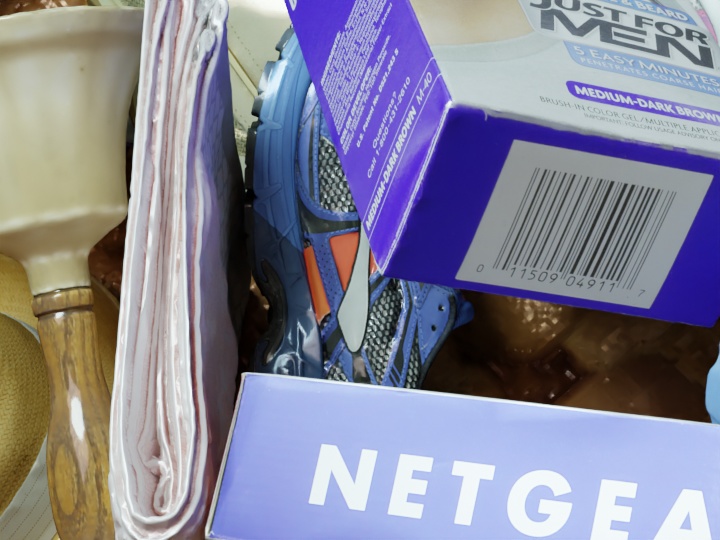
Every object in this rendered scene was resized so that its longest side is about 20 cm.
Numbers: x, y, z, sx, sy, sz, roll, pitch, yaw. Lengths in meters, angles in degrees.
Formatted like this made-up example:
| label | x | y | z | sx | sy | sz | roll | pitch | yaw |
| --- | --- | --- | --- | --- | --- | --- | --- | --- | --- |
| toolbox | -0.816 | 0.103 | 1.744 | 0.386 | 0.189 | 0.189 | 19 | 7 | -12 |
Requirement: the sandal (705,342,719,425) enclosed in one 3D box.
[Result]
| label | x | y | z | sx | sy | sz | roll | pitch | yaw |
| --- | --- | --- | --- | --- | --- | --- | --- | --- | --- |
| sandal | 0.145 | -0.005 | 0.638 | 0.087 | 0.080 | 0.200 | -23 | 26 | 28 |

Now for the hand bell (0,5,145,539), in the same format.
| label | x | y | z | sx | sy | sz | roll | pitch | yaw |
| --- | --- | --- | --- | --- | --- | --- | --- | --- | --- |
| hand bell | -0.100 | 0.018 | 0.751 | 0.104 | 0.104 | 0.200 | -12 | 86 | 15 |

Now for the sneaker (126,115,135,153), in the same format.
| label | x | y | z | sx | sy | sz | roll | pitch | yaw |
| --- | --- | --- | --- | --- | --- | --- | --- | --- | --- |
| sneaker | -0.170 | -0.057 | 0.880 | 0.200 | 0.081 | 0.084 | 8 | 80 | 35 |

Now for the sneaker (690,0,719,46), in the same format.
| label | x | y | z | sx | sy | sz | roll | pitch | yaw |
| --- | --- | --- | --- | --- | --- | --- | --- | --- | --- |
| sneaker | 0.122 | -0.068 | 0.756 | 0.088 | 0.081 | 0.200 | -36 | 54 | 43 |

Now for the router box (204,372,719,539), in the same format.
| label | x | y | z | sx | sy | sz | roll | pitch | yaw |
| --- | --- | --- | --- | --- | --- | --- | --- | --- | --- |
| router box | 0.083 | 0.086 | 0.623 | 0.200 | 0.179 | 0.049 | 5 | 73 | 25 |

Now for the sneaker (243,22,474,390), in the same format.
| label | x | y | z | sx | sy | sz | roll | pitch | yaw |
| --- | --- | --- | --- | --- | --- | --- | --- | --- | --- |
| sneaker | 0.000 | 0.000 | 0.755 | 0.078 | 0.075 | 0.200 | 0 | 90 | -1 |

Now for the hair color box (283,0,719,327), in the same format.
| label | x | y | z | sx | sy | sz | roll | pitch | yaw |
| --- | --- | --- | --- | --- | --- | --- | --- | --- | --- |
| hair color box | 0.044 | -0.072 | 0.675 | 0.109 | 0.065 | 0.200 | 9 | 32 | -21 |

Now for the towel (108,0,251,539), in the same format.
| label | x | y | z | sx | sy | sz | roll | pitch | yaw |
| --- | --- | --- | --- | --- | --- | --- | --- | --- | --- |
| towel | -0.055 | 0.038 | 0.701 | 0.032 | 0.200 | 0.191 | 1 | 60 | 0 |

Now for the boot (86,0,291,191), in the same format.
| label | x | y | z | sx | sy | sz | roll | pitch | yaw |
| --- | --- | --- | --- | --- | --- | --- | --- | --- | --- |
| boot | -0.028 | -0.127 | 0.823 | 0.155 | 0.073 | 0.200 | -22 | 80 | 9 |

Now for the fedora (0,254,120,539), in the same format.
| label | x | y | z | sx | sy | sz | roll | pitch | yaw |
| --- | --- | --- | --- | --- | --- | --- | --- | --- | --- |
| fedora | -0.177 | 0.062 | 0.799 | 0.200 | 0.082 | 0.201 | -9 | 61 | 17 |
